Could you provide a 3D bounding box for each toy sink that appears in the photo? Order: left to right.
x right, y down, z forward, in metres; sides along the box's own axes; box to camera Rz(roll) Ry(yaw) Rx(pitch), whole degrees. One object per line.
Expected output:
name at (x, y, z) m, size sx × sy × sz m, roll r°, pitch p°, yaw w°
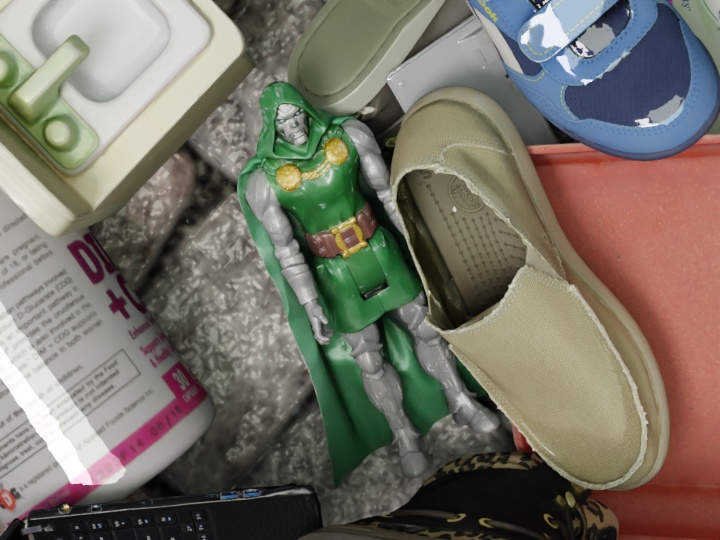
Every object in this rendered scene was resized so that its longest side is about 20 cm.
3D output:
toy sink at (-0.127, -0.104, 0.845) m, size 0.130 × 0.200 × 0.112 m, roll 45°, pitch 93°, yaw -2°

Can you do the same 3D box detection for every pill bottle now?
pill bottle at (-0.167, 0.020, 0.898) m, size 0.113 × 0.113 × 0.201 m, roll -36°, pitch 94°, yaw 3°

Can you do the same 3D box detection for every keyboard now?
keyboard at (0.082, -0.024, 0.914) m, size 0.056 × 0.011 × 0.201 m, roll -32°, pitch 112°, yaw 0°

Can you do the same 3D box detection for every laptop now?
laptop at (-0.109, 0.190, 0.870) m, size 0.198 × 0.178 × 0.104 m, roll -5°, pitch 55°, yaw 0°

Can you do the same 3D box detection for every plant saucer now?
plant saucer at (0.156, 0.030, 0.873) m, size 0.198 × 0.037 × 0.202 m, roll -1°, pitch 112°, yaw 31°

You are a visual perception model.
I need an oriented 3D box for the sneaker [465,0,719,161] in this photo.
sneaker at (0.074, -0.129, 0.821) m, size 0.074 × 0.082 × 0.200 m, roll -41°, pitch 75°, yaw 1°

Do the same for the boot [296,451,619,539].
boot at (0.082, 0.134, 0.847) m, size 0.198 × 0.150 × 0.074 m, roll 6°, pitch 102°, yaw 24°

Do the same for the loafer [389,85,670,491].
loafer at (0.066, 0.018, 0.854) m, size 0.075 × 0.068 × 0.201 m, roll -27°, pitch 98°, yaw 36°

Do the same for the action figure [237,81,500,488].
action figure at (0.000, 0.000, 0.897) m, size 0.118 × 0.055 × 0.201 m, roll -32°, pitch 115°, yaw -9°

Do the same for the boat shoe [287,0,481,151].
boat shoe at (0.051, -0.142, 0.912) m, size 0.201 × 0.061 × 0.072 m, roll -46°, pitch 48°, yaw 2°

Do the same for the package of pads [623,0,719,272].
package of pads at (0.204, -0.092, 0.879) m, size 0.198 × 0.068 × 0.156 m, roll -9°, pitch 94°, yaw 26°
